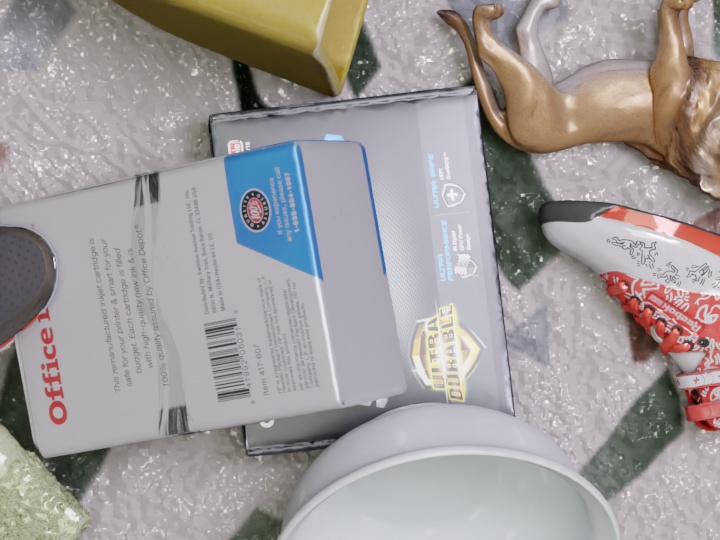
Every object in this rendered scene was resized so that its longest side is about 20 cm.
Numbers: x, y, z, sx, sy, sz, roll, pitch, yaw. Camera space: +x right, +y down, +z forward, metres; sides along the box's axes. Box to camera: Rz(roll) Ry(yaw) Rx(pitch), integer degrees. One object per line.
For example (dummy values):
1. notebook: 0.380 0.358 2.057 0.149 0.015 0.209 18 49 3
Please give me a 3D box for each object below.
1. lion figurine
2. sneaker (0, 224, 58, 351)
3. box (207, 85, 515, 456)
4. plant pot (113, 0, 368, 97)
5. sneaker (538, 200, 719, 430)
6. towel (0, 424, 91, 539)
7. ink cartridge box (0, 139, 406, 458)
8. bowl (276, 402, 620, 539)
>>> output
1. lion figurine: 0.145 -0.100 1.474 0.200 0.072 0.123 0 102 10
2. sneaker: -0.246 0.025 1.329 0.200 0.082 0.077 -22 88 -23
3. box: 0.000 0.000 1.464 0.159 0.046 0.200 -6 89 -4
4. plant pot: -0.085 -0.225 1.398 0.200 0.196 0.194 15 87 3
5. sneaker: 0.190 0.032 1.466 0.201 0.067 0.108 17 85 -6
6. towel: -0.262 0.155 1.423 0.200 0.036 0.148 -41 93 15
7. ink cartridge box: -0.090 0.016 1.397 0.200 0.084 0.146 -10 89 28
8. bowl: 0.040 0.140 1.423 0.201 0.090 0.201 -6 133 -6
